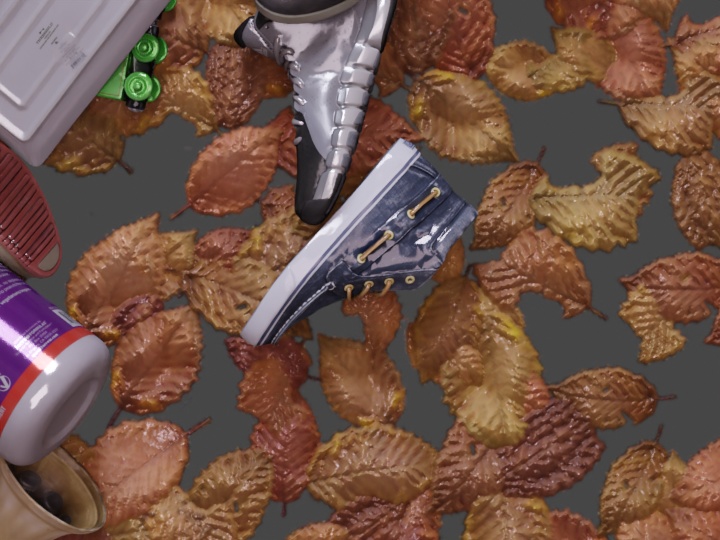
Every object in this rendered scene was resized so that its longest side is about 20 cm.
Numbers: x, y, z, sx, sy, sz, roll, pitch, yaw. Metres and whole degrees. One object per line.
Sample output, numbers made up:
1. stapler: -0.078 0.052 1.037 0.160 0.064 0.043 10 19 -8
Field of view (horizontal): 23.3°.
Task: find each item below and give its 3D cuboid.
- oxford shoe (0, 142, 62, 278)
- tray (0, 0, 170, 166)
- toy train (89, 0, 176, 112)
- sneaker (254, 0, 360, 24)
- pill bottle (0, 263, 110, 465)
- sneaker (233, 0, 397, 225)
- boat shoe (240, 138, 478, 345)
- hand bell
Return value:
1. oxford shoe: -0.310 -0.068 1.335 0.075 0.071 0.200 -29 105 34
2. tray: -0.232 -0.177 1.306 0.107 0.022 0.200 39 113 -8
3. toy train: -0.168 -0.223 1.336 0.056 0.042 0.201 11 94 6
4. sneaker: -0.002 -0.270 1.289 0.200 0.106 0.075 -37 62 -17
5. pill bottle: -0.292 0.047 1.299 0.200 0.112 0.113 35 92 10
6. sneaker: -0.049 -0.142 1.340 0.115 0.075 0.201 16 83 -1
7. boat shoe: 0.000 0.000 1.348 0.091 0.071 0.200 41 89 -2
8. hand bell: -0.300 0.228 1.352 0.104 0.104 0.200 42 103 -6
